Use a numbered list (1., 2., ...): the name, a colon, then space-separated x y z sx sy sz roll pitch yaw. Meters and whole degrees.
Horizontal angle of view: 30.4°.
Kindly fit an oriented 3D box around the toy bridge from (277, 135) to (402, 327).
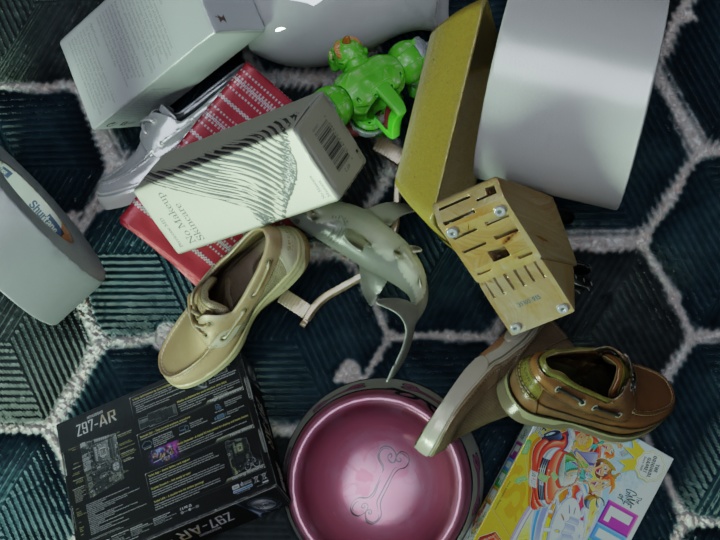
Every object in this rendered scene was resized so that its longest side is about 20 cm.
1. toy bridge: -0.004 -0.030 1.300 0.067 0.027 0.201 31 88 7

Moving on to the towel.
1. towel: -0.122 -0.081 1.288 0.144 0.022 0.200 39 89 -23

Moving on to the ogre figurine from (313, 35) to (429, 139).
1. ogre figurine: 0.003 -0.159 1.233 0.199 0.120 0.099 -14 77 -18

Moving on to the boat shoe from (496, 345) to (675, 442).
1. boat shoe: 0.219 0.107 1.186 0.068 0.199 0.072 -50 50 40

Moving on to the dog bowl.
1. dog bowl: 0.018 0.201 1.250 0.199 0.074 0.202 -1 84 6

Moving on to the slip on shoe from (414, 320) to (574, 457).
1. slip on shoe: 0.126 0.109 1.212 0.061 0.076 0.200 39 49 11

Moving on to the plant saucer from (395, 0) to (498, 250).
1. plant saucer: 0.081 -0.130 1.215 0.048 0.200 0.201 13 85 12

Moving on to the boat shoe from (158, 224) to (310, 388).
1. boat shoe: -0.133 0.030 1.229 0.200 0.064 0.071 -49 59 19

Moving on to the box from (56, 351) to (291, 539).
1. box: -0.180 0.182 1.253 0.199 0.044 0.161 -23 53 3

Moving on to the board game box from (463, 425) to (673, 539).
1. board game box: 0.185 0.230 1.233 0.134 0.034 0.201 28 88 -5

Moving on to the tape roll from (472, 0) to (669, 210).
1. tape roll: 0.191 -0.167 1.205 0.138 0.203 0.204 14 86 8

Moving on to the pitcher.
1. pitcher: -0.015 -0.272 1.255 0.199 0.172 0.122 -6 65 5

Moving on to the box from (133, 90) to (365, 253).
1. box: -0.100 -0.085 1.181 0.199 0.068 0.082 -18 117 36

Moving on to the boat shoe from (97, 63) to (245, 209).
1. boat shoe: -0.179 -0.133 1.296 0.199 0.072 0.069 -30 113 3

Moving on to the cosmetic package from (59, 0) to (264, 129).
1. cosmetic package: -0.193 -0.225 1.269 0.200 0.071 0.102 -28 80 39

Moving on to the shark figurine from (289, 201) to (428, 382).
1. shark figurine: 0.020 0.009 1.234 0.215 0.128 0.090 51 136 40

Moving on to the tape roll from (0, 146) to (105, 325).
1. tape roll: -0.331 -0.045 1.250 0.066 0.200 0.200 -42 81 0

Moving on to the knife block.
1. knife block: 0.143 -0.039 1.190 0.064 0.176 0.200 -23 122 22
